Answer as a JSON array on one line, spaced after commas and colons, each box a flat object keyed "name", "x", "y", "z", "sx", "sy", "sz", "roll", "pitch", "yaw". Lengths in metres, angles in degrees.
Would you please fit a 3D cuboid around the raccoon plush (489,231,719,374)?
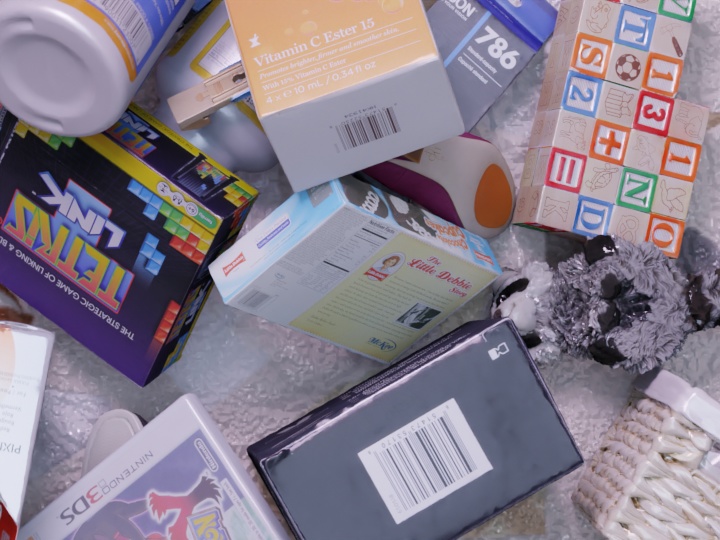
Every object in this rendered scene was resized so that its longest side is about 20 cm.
[{"name": "raccoon plush", "x": 0.188, "y": 0.041, "z": 1.787, "sx": 0.199, "sy": 0.134, "sz": 0.097, "roll": 19, "pitch": 73, "yaw": -31}]

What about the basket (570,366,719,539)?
[{"name": "basket", "x": 0.240, "y": 0.157, "z": 1.724, "sx": 0.135, "sy": 0.200, "sz": 0.124, "roll": 33, "pitch": 92, "yaw": -3}]

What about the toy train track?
[{"name": "toy train track", "x": -0.037, "y": -0.147, "z": 1.673, "sx": 0.199, "sy": 0.033, "sz": 0.115, "roll": -27, "pitch": 60, "yaw": -1}]

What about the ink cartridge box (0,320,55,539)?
[{"name": "ink cartridge box", "x": -0.260, "y": 0.135, "z": 1.694, "sx": 0.050, "sy": 0.162, "sz": 0.201, "roll": 14, "pitch": 86, "yaw": -11}]

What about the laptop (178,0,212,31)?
[{"name": "laptop", "x": -0.169, "y": -0.269, "z": 1.741, "sx": 0.187, "sy": 0.200, "sz": 0.116, "roll": 48, "pitch": 123, "yaw": -2}]

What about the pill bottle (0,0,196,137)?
[{"name": "pill bottle", "x": -0.170, "y": -0.193, "z": 1.637, "sx": 0.112, "sy": 0.112, "sz": 0.200, "roll": 30, "pitch": 48, "yaw": -3}]

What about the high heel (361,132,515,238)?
[{"name": "high heel", "x": 0.036, "y": -0.077, "z": 1.746, "sx": 0.096, "sy": 0.200, "sz": 0.068, "roll": 16, "pitch": 86, "yaw": 36}]

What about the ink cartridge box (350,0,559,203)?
[{"name": "ink cartridge box", "x": 0.056, "y": -0.148, "z": 1.795, "sx": 0.099, "sy": 0.039, "sz": 0.200, "roll": 40, "pitch": 85, "yaw": -2}]

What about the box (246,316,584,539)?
[{"name": "box", "x": 0.034, "y": 0.129, "z": 1.701, "sx": 0.196, "sy": 0.200, "sz": 0.118, "roll": -29, "pitch": 91, "yaw": -5}]

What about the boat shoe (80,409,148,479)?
[{"name": "boat shoe", "x": -0.152, "y": 0.199, "z": 1.753, "sx": 0.074, "sy": 0.060, "sz": 0.201, "roll": -16, "pitch": 82, "yaw": 37}]

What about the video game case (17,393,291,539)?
[{"name": "video game case", "x": -0.132, "y": 0.220, "z": 1.695, "sx": 0.182, "sy": 0.023, "sz": 0.200, "roll": -39, "pitch": 76, "yaw": 16}]

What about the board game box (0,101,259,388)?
[{"name": "board game box", "x": -0.190, "y": -0.041, "z": 1.696, "sx": 0.200, "sy": 0.057, "sz": 0.166, "roll": 35, "pitch": 124, "yaw": 11}]

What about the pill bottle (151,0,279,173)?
[{"name": "pill bottle", "x": -0.076, "y": -0.143, "z": 1.745, "sx": 0.112, "sy": 0.112, "sz": 0.200, "roll": 41, "pitch": 85, "yaw": -3}]

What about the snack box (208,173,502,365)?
[{"name": "snack box", "x": 0.000, "y": 0.000, "z": 1.697, "sx": 0.116, "sy": 0.200, "sz": 0.037, "roll": -39, "pitch": 57, "yaw": 21}]

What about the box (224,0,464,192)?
[{"name": "box", "x": -0.022, "y": -0.174, "z": 1.606, "sx": 0.124, "sy": 0.098, "sz": 0.201, "roll": -19, "pitch": 59, "yaw": 3}]

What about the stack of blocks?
[{"name": "stack of blocks", "x": 0.193, "y": -0.118, "z": 1.786, "sx": 0.114, "sy": 0.059, "sz": 0.201, "roll": 13, "pitch": 87, "yaw": -14}]
